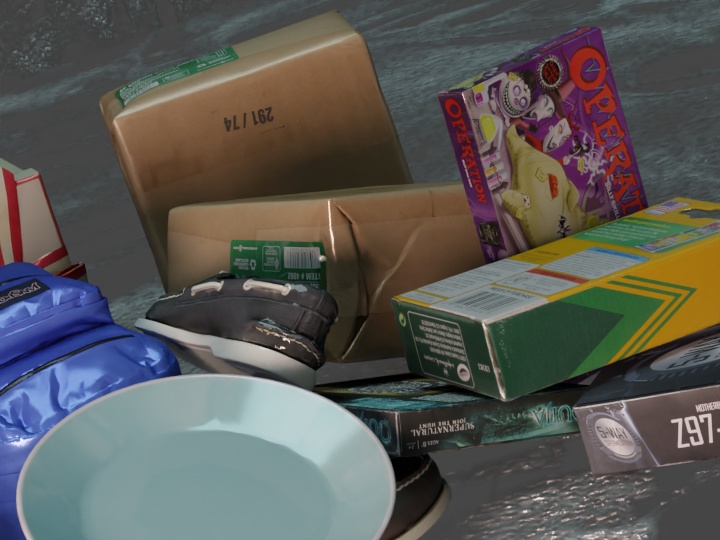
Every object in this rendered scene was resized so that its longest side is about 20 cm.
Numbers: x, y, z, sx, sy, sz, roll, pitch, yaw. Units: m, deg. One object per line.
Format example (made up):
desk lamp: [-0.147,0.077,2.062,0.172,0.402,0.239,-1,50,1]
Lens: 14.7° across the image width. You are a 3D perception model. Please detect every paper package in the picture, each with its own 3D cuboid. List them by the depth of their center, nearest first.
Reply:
paper package: [0.000,0.000,1.786,0.190,0.104,0.200,-7,4,-35]
paper package: [-0.069,-0.072,2.068,0.200,0.191,0.103,-20,14,-6]

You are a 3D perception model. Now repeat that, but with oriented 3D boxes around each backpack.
backpack: [-0.195,0.091,1.686,0.162,0.168,0.200,-29,24,-21]

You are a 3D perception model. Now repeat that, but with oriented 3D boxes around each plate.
plate: [-0.081,0.122,1.466,0.200,0.026,0.200,0,34,0]

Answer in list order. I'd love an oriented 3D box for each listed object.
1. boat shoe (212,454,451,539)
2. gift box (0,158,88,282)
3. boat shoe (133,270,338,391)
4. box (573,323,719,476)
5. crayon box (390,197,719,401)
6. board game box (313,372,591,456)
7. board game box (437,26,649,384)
boat shoe: [-0.034,0.139,1.514,0.201,0.061,0.072,-27,17,-33]
gift box: [-0.313,0.010,2.085,0.184,0.200,0.187,-26,17,-14]
boat shoe: [-0.071,0.032,1.661,0.200,0.076,0.060,11,74,58]
box: [0.226,0.049,1.577,0.160,0.044,0.200,-11,15,25]
crayon box: [0.135,0.014,1.604,0.200,0.052,0.126,-20,13,-20]
board game box: [0.032,0.082,1.628,0.135,0.028,0.200,-6,3,-27]
board game box: [0.124,-0.036,1.703,0.120,0.200,0.032,-29,19,-37]
